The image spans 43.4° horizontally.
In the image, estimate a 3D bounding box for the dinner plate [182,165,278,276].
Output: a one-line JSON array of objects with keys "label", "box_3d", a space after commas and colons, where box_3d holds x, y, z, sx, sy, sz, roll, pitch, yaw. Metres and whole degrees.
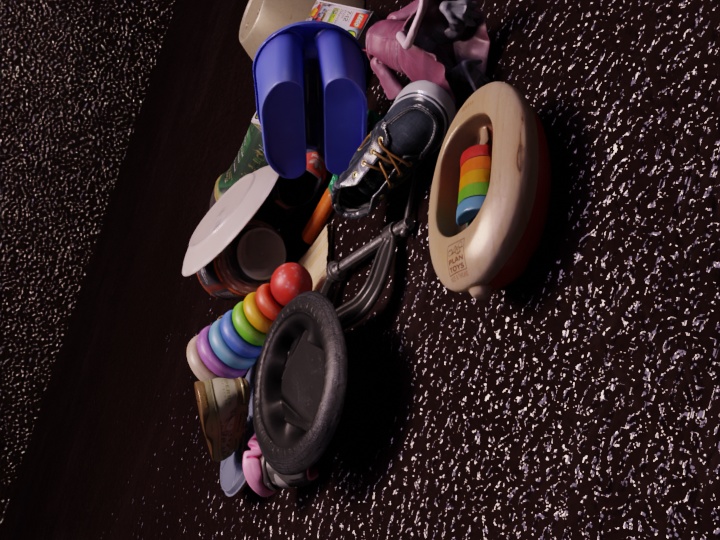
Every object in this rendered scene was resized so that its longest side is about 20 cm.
[{"label": "dinner plate", "box_3d": [-0.184, -0.076, 1.244, 0.200, 0.024, 0.201, -42, 21, 20]}]

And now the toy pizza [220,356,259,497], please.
[{"label": "toy pizza", "box_3d": [-0.133, 0.192, 1.167, 0.202, 0.031, 0.202, -90, 26, -50]}]

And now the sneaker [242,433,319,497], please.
[{"label": "sneaker", "box_3d": [-0.068, 0.159, 1.041, 0.094, 0.079, 0.204, -12, 53, 30]}]

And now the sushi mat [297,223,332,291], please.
[{"label": "sushi mat", "box_3d": [-0.090, 0.029, 1.226, 0.200, 0.012, 0.097, -47, 35, 42]}]

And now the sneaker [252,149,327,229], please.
[{"label": "sneaker", "box_3d": [-0.111, -0.106, 1.287, 0.200, 0.074, 0.086, -49, 22, 39]}]

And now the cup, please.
[{"label": "cup", "box_3d": [-0.102, -0.367, 1.383, 0.200, 0.141, 0.204, -44, 36, 45]}]

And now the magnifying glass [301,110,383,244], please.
[{"label": "magnifying glass", "box_3d": [-0.024, -0.119, 1.190, 0.202, 0.022, 0.080, -56, 28, 26]}]

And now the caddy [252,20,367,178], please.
[{"label": "caddy", "box_3d": [-0.059, -0.207, 1.103, 0.202, 0.138, 0.107, 92, 173, -53]}]

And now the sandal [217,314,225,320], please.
[{"label": "sandal", "box_3d": [-0.162, 0.073, 1.245, 0.212, 0.068, 0.079, -45, 35, 44]}]

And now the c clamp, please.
[{"label": "c clamp", "box_3d": [0.000, 0.000, 1.037, 0.199, 0.027, 0.174, -37, 32, 47]}]

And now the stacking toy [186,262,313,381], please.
[{"label": "stacking toy", "box_3d": [-0.135, 0.064, 1.150, 0.200, 0.085, 0.086, -44, 34, 26]}]

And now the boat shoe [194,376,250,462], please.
[{"label": "boat shoe", "box_3d": [-0.155, 0.177, 1.074, 0.201, 0.061, 0.075, 102, 153, -68]}]

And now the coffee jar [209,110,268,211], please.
[{"label": "coffee jar", "box_3d": [-0.151, -0.147, 1.373, 0.201, 0.103, 0.086, -51, 28, 35]}]

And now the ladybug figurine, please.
[{"label": "ladybug figurine", "box_3d": [0.117, -0.066, 0.789, 0.135, 0.071, 0.204, -28, 48, 56]}]

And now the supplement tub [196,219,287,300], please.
[{"label": "supplement tub", "box_3d": [-0.167, -0.014, 1.295, 0.199, 0.105, 0.109, -10, 63, 68]}]

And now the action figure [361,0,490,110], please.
[{"label": "action figure", "box_3d": [0.050, -0.234, 0.978, 0.199, 0.147, 0.137, 23, 99, 52]}]

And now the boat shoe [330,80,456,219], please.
[{"label": "boat shoe", "box_3d": [0.033, -0.120, 0.977, 0.092, 0.070, 0.200, -55, 6, -27]}]

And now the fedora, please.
[{"label": "fedora", "box_3d": [-0.038, 0.123, 0.954, 0.200, 0.090, 0.205, -37, 44, 46]}]

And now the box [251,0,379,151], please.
[{"label": "box", "box_3d": [-0.060, -0.272, 1.250, 0.109, 0.035, 0.203, 21, 79, 35]}]
